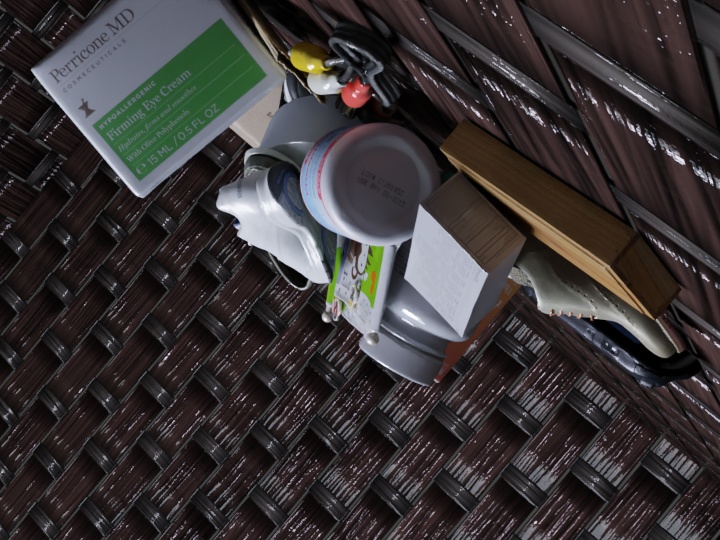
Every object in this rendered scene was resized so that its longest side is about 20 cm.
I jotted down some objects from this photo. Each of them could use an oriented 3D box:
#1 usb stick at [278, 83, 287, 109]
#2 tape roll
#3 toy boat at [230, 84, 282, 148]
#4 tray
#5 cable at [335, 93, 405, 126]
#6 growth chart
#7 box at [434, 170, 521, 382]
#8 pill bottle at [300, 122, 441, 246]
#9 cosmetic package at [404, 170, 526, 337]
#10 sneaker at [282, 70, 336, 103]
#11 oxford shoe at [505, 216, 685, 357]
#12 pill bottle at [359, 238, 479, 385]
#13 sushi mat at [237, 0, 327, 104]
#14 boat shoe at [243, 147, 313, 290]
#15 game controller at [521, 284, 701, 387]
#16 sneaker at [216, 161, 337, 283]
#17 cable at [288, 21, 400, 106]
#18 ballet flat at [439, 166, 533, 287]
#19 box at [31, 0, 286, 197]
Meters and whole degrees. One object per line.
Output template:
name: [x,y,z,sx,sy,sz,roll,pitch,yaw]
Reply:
usb stick: [-0.076,-0.199,1.548,0.055,0.033,0.200,47,-157,-24]
tape roll: [-0.020,-0.104,1.416,0.202,0.071,0.203,13,148,8]
toy boat: [-0.098,-0.228,1.733,0.200,0.130,0.131,41,-150,-27]
tray: [0.155,-0.042,0.996,0.200,0.037,0.099,42,-179,42]
cable: [0.000,-0.189,1.293,0.097,0.050,0.200,23,-163,-14]
growth chart: [0.000,0.000,1.336,0.018,0.145,0.200,6,-174,-17]
box: [0.095,0.010,1.520,0.106,0.200,0.152,40,-179,36]
pill bottle: [0.002,-0.084,1.192,0.109,0.109,0.200,40,177,-12]
cosmetic package: [0.089,-0.010,1.110,0.083,0.051,0.200,48,167,12]
sneaker: [-0.008,-0.174,1.471,0.200,0.074,0.079,45,150,-17]
oxford shoe: [0.199,0.020,1.127,0.200,0.074,0.071,41,-179,18]
pill bottle: [0.084,0.014,1.331,0.114,0.200,0.114,29,-175,-3]
sushi mat: [-0.098,-0.249,1.283,0.096,0.012,0.200,40,-168,-49]
boat shoe: [-0.084,-0.055,1.401,0.072,0.060,0.202,4,146,22]
game controller: [0.249,0.049,1.269,0.104,0.042,0.200,-9,-141,-43]
sneaker: [-0.081,-0.048,1.329,0.087,0.075,0.200,-7,147,20]
cable: [-0.004,-0.157,1.021,0.097,0.050,0.200,35,-178,-13]
ballet flat: [0.131,-0.037,1.213,0.075,0.068,0.200,-15,140,34]
box: [-0.202,-0.214,1.320,0.171,0.199,0.200,50,-175,-12]
